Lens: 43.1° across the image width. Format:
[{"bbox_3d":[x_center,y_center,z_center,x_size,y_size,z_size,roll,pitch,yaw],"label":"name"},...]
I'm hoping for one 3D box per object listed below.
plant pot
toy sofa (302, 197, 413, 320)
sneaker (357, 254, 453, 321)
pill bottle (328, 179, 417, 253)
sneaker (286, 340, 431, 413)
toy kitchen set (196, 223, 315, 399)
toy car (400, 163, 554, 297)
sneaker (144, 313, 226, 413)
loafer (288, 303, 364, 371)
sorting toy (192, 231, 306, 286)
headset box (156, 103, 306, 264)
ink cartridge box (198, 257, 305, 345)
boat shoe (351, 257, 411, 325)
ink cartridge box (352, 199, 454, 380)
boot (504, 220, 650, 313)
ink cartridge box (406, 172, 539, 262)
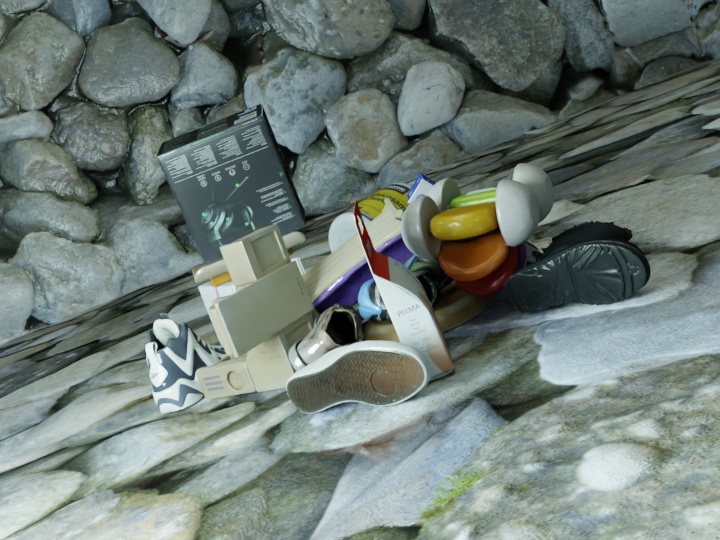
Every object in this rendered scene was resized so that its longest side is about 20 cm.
[{"bbox_3d":[0.091,0.055,1.265,0.199,0.028,0.200,-20,10,3],"label":"plant pot"},{"bbox_3d":[0.000,0.000,1.285,0.200,0.083,0.098,-39,30,4],"label":"toy sofa"},{"bbox_3d":[0.082,0.023,1.221,0.082,0.071,0.199,13,28,38],"label":"sneaker"},{"bbox_3d":[0.048,-0.074,1.460,0.112,0.113,0.200,-12,17,44],"label":"pill bottle"},{"bbox_3d":[0.007,0.104,1.013,0.199,0.073,0.085,-14,13,42],"label":"sneaker"},{"bbox_3d":[-0.181,0.073,1.208,0.179,0.201,0.163,-14,11,36],"label":"toy kitchen set"},{"bbox_3d":[0.163,-0.046,1.193,0.174,0.151,0.200,-9,16,28],"label":"toy car"},{"bbox_3d":[-0.250,0.113,1.352,0.079,0.131,0.199,-13,12,35],"label":"sneaker"},{"bbox_3d":[-0.028,0.082,1.174,0.063,0.072,0.200,-45,-1,22],"label":"loafer"},{"bbox_3d":[-0.183,-0.018,1.489,0.184,0.037,0.200,-22,5,-9],"label":"sorting toy"},{"bbox_3d":[-0.193,-0.128,1.413,0.173,0.201,0.093,-21,22,2],"label":"headset box"},{"bbox_3d":[-0.157,0.058,1.476,0.128,0.126,0.200,-25,9,-25],"label":"ink cartridge box"},{"bbox_3d":[0.015,0.053,1.360,0.199,0.057,0.067,-34,24,-7],"label":"boat shoe"},{"bbox_3d":[0.048,0.012,1.055,0.050,0.201,0.162,-19,10,4],"label":"ink cartridge box"},{"bbox_3d":[0.282,-0.014,1.105,0.197,0.074,0.162,-18,9,45],"label":"boot"},{"bbox_3d":[0.163,-0.070,1.340,0.044,0.199,0.094,-58,4,10],"label":"ink cartridge box"}]
